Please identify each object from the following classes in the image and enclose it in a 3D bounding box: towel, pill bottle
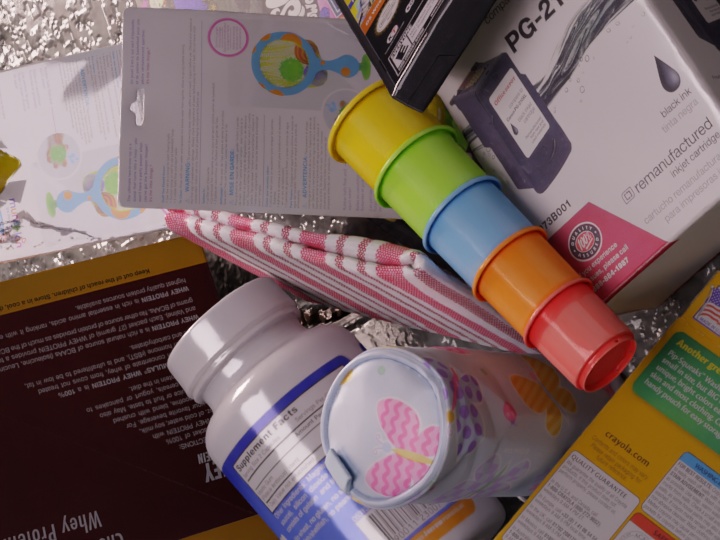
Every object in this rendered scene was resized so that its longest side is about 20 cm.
[{"bbox_3d":[0.000,0.000,1.318,0.199,0.146,0.030,13,81,38],"label":"towel"},{"bbox_3d":[-0.019,0.104,1.342,0.200,0.112,0.112,48,123,13],"label":"pill bottle"}]

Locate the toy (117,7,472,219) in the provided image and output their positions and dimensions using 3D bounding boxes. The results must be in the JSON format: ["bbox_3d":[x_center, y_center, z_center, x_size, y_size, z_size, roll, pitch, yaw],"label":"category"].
[{"bbox_3d":[-0.037,-0.083,1.312,0.047,0.199,0.116,113,158,-75],"label":"toy"}]

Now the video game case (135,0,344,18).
[{"bbox_3d":[-0.063,-0.170,1.417,0.181,0.036,0.201,-23,80,41],"label":"video game case"}]

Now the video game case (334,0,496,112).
[{"bbox_3d":[0.056,-0.205,1.235,0.201,0.025,0.181,-58,25,17],"label":"video game case"}]

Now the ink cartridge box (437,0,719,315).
[{"bbox_3d":[0.131,-0.097,1.228,0.145,0.084,0.201,-44,67,36],"label":"ink cartridge box"}]

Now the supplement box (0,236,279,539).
[{"bbox_3d":[-0.174,0.111,1.418,0.133,0.196,0.201,-39,69,60],"label":"supplement box"}]

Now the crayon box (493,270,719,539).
[{"bbox_3d":[0.174,0.116,1.198,0.126,0.052,0.200,37,84,31],"label":"crayon box"}]

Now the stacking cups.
[{"bbox_3d":[0.068,-0.018,1.212,0.200,0.060,0.061,46,121,24],"label":"stacking cups"}]

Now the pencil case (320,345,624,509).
[{"bbox_3d":[0.066,0.084,1.235,0.091,0.200,0.084,-34,67,30],"label":"pencil case"}]

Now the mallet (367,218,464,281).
[{"bbox_3d":[-0.003,-0.057,1.349,0.199,0.041,0.066,27,88,7],"label":"mallet"}]

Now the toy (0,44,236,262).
[{"bbox_3d":[-0.155,-0.076,1.421,0.199,0.047,0.116,-11,87,6],"label":"toy"}]
